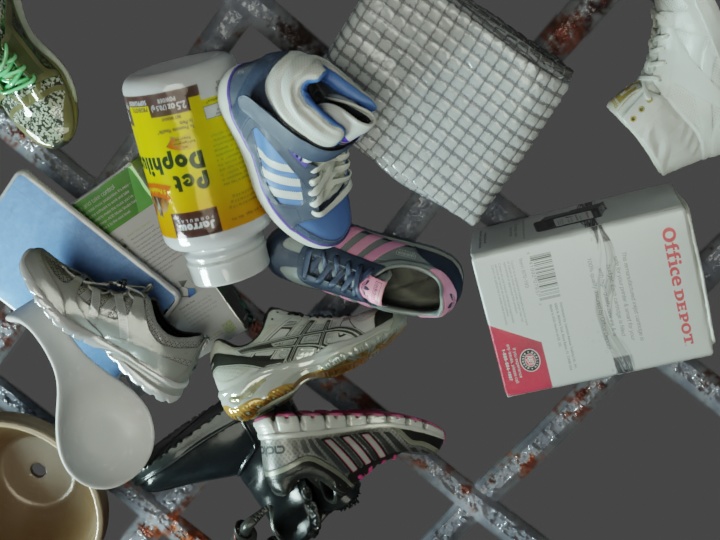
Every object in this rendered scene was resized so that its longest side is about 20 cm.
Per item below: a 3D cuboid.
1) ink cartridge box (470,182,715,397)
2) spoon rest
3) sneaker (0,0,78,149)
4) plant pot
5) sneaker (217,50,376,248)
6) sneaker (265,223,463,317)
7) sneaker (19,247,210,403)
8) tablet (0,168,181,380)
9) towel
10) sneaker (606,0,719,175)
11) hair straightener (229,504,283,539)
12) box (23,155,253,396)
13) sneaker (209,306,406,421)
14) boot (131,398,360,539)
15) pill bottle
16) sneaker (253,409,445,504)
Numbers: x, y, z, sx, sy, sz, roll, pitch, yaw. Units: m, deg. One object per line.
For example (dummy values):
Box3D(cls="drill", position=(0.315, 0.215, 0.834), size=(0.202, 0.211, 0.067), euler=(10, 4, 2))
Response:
Box3D(cls="ink cartridge box", position=(0.215, 0.018, 1.122), size=(0.197, 0.084, 0.147), euler=(-13, 107, 11))
Box3D(cls="spoon rest", position=(-0.273, 0.120, 1.173), size=(0.099, 0.060, 0.202), euler=(-35, 103, -25))
Box3D(cls="sneaker", position=(-0.334, -0.198, 1.112), size=(0.076, 0.089, 0.202), euler=(-24, 105, 14))
Box3D(cls="plant pot", position=(-0.353, 0.228, 1.262), size=(0.198, 0.093, 0.204), euler=(2, 110, 6))
Box3D(cls="sneaker", position=(-0.032, -0.098, 1.043), size=(0.145, 0.081, 0.201), euler=(5, 133, 49))
Box3D(cls="sneaker", position=(0.000, 0.000, 1.144), size=(0.197, 0.082, 0.071), euler=(8, 111, 4))
Box3D(cls="sneaker", position=(-0.232, 0.035, 1.150), size=(0.199, 0.075, 0.082), euler=(38, 96, -13))
Box3D(cls="tablet", position=(-0.286, 0.009, 1.183), size=(0.199, 0.014, 0.130), euler=(39, 110, -6))
Box3D(cls="towel", position=(0.067, -0.163, 1.078), size=(0.199, 0.086, 0.166), euler=(34, 118, 0))
Box3D(cls="sneaker", position=(0.264, -0.181, 1.053), size=(0.114, 0.074, 0.202), euler=(-23, 106, 11))
Box3D(cls="hair straightener", position=(-0.102, 0.290, 1.234), size=(0.076, 0.041, 0.201), euler=(22, 141, -3))
Box3D(cls="box", position=(-0.220, 0.008, 1.200), size=(0.143, 0.036, 0.201), euler=(-30, 104, 16))
Box3D(cls="sneaker", position=(-0.053, 0.065, 1.166), size=(0.198, 0.076, 0.088), euler=(-24, 74, -11))
Box3D(cls="boot", position=(-0.117, 0.219, 1.237), size=(0.199, 0.076, 0.169), euler=(-33, 99, 10))
Box3D(cls="pill bottle", position=(-0.144, -0.092, 1.115), size=(0.108, 0.109, 0.203), euler=(-10, 108, 10))
Box3D(cls="sneaker", position=(-0.010, 0.182, 1.181), size=(0.197, 0.074, 0.089), euler=(2, 86, -23))
